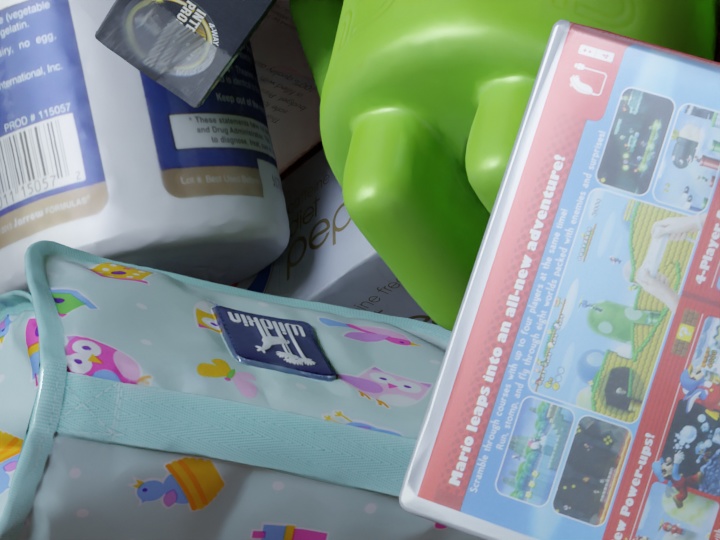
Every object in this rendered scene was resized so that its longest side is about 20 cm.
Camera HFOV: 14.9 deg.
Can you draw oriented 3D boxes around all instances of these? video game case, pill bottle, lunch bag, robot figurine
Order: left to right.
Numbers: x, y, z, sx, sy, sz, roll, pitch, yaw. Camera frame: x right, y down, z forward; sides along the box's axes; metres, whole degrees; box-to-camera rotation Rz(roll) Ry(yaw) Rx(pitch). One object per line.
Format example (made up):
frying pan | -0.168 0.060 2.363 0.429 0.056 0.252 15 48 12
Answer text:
pill bottle | -0.098 -0.091 0.981 0.111 0.111 0.200 -25 73 49
lunch bag | -0.050 0.066 0.906 0.200 0.170 0.122 145 136 -66
robot figurine | 0.053 -0.080 0.857 0.175 0.116 0.200 -15 45 31
video game case | 0.123 0.027 0.726 0.200 0.017 0.143 18 89 20

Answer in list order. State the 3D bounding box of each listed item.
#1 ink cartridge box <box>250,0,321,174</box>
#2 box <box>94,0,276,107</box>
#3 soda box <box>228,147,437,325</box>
ink cartridge box | -0.054 -0.102 1.110 0.200 0.117 0.067 -37 41 40
box | -0.003 -0.168 0.909 0.161 0.049 0.200 -47 11 42
soda box | 0.000 0.000 1.008 0.200 0.068 0.064 -36 43 41
